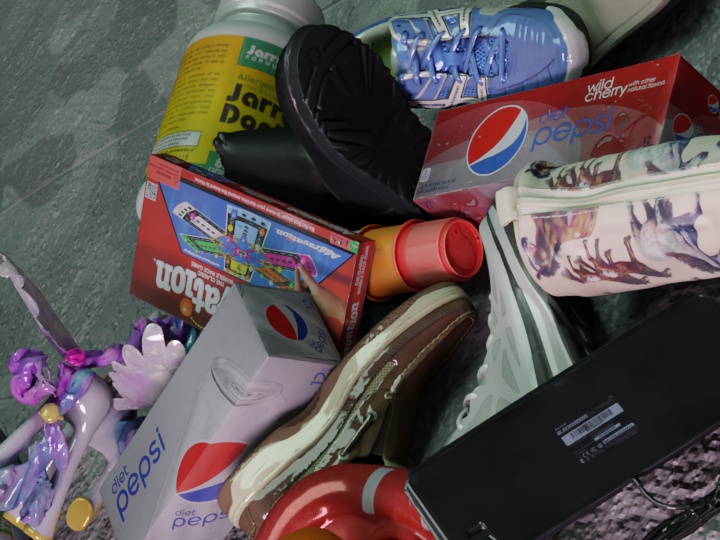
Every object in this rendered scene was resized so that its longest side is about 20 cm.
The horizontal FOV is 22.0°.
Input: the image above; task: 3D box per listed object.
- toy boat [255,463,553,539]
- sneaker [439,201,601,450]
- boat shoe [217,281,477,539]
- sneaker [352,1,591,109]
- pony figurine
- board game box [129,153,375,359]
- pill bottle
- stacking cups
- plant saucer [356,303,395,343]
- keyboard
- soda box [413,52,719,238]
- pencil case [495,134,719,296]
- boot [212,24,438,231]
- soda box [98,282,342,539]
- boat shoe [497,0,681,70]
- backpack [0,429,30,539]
[{"bbox_3d":[0.002,0.169,1.002,0.199,0.130,0.132,4,80,52],"label":"toy boat"},{"bbox_3d":[0.079,0.053,1.068,0.115,0.075,0.201,-39,40,19],"label":"sneaker"},{"bbox_3d":[0.007,0.100,1.141,0.202,0.075,0.075,-46,70,4],"label":"boat shoe"},{"bbox_3d":[0.062,-0.130,1.187,0.199,0.077,0.077,1,100,47],"label":"sneaker"},{"bbox_3d":[-0.192,0.089,1.295,0.166,0.193,0.201,30,78,16],"label":"pony figurine"},{"bbox_3d":[-0.077,-0.001,1.235,0.199,0.019,0.104,23,111,38],"label":"board game box"},{"bbox_3d":[-0.089,-0.113,1.382,0.112,0.112,0.202,-14,51,44],"label":"pill bottle"},{"bbox_3d":[0.000,0.000,1.223,0.199,0.060,0.061,-6,57,45],"label":"stacking cups"},{"bbox_3d":[-0.053,0.091,1.252,0.199,0.019,0.070,-32,41,29],"label":"plant saucer"},{"bbox_3d":[0.133,0.100,0.944,0.199,0.021,0.127,-31,52,-7],"label":"keyboard"},{"bbox_3d":[0.127,-0.070,1.123,0.199,0.063,0.071,-8,56,47],"label":"soda box"},{"bbox_3d":[0.174,-0.035,0.984,0.198,0.089,0.079,-9,57,34],"label":"pencil case"},{"bbox_3d":[-0.033,-0.081,1.220,0.161,0.198,0.074,1,59,44],"label":"boot"},{"bbox_3d":[-0.092,0.104,1.192,0.201,0.063,0.069,-55,45,29],"label":"soda box"},{"bbox_3d":[0.141,-0.156,1.201,0.199,0.062,0.073,-32,81,44],"label":"boat shoe"},{"bbox_3d":[-0.337,0.172,1.380,0.153,0.191,0.201,-31,38,6],"label":"backpack"}]
